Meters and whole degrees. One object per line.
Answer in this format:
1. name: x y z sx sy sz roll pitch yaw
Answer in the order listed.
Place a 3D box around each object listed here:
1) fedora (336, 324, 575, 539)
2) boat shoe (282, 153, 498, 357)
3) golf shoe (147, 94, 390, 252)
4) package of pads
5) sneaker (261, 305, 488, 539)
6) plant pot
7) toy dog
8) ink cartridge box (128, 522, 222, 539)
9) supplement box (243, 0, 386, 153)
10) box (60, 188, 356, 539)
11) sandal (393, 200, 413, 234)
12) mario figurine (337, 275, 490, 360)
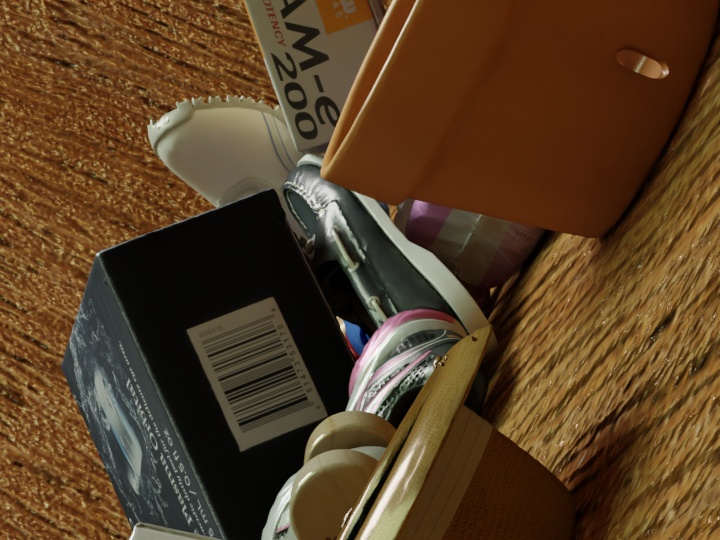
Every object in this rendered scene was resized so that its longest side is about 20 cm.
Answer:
1. fedora: 0.031 0.120 1.081 0.201 0.082 0.201 -62 0 0
2. boat shoe: 0.000 0.000 1.536 0.060 0.076 0.200 -34 39 -11
3. golf shoe: -0.051 -0.041 1.741 0.078 0.200 0.098 -36 44 31
4. package of pads: 0.096 -0.100 1.554 0.200 0.075 0.121 -67 5 -33
5. sneaker: 0.008 0.118 1.411 0.086 0.080 0.201 -147 75 -72
6. plant pot: 0.085 -0.107 1.328 0.200 0.140 0.201 -155 90 -85
7. toy dog: 0.006 0.161 1.262 0.132 0.096 0.201 -75 -4 -52
8. ink cartridge box: -0.094 0.250 1.388 0.200 0.084 0.145 89 -163 -46
9. supplement box: -0.019 -0.140 1.649 0.073 0.126 0.200 -20 0 4
10. box: -0.077 0.090 1.568 0.117 0.197 0.200 -20 -15 -18
11. sandal: 0.050 -0.016 1.840 0.082 0.050 0.203 -37 -37 -68
12. mario figurine: 0.003 0.026 1.685 0.200 0.123 0.106 134 144 -63
